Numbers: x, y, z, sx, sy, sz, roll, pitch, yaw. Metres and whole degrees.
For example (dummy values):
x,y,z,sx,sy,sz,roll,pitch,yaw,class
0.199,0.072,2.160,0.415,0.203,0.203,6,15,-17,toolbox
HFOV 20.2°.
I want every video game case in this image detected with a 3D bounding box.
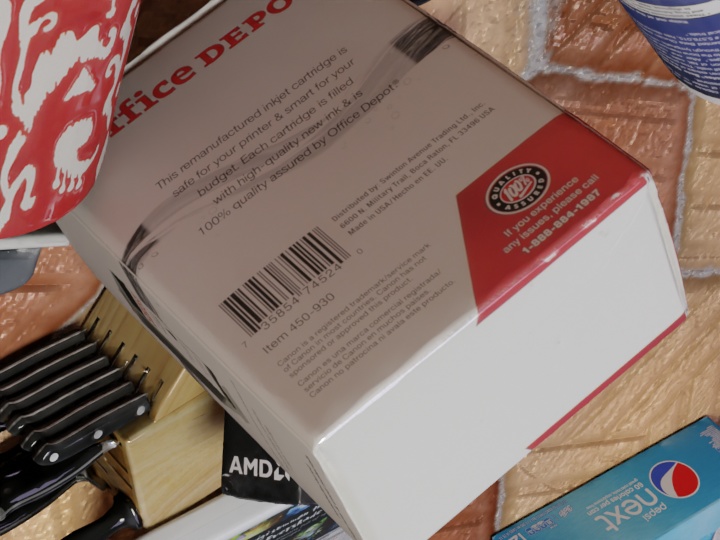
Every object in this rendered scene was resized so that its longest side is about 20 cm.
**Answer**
x,y,z,sx,sy,sz,roll,pitch,yaw,class
-0.050,0.136,1.020,0.200,0.023,0.182,-25,162,-30,video game case

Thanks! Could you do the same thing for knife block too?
x,y,z,sx,sy,sz,roll,pitch,yaw,class
-0.093,0.073,0.928,0.200,0.064,0.176,14,113,-53,knife block

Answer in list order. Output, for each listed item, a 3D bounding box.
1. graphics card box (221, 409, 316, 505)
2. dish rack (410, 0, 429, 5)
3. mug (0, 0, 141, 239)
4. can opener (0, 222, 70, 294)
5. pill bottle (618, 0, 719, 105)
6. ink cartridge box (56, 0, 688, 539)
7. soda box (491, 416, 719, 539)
x,y,z,sx,sy,sz,roll,pitch,yaw,class
0.000,0.000,0.887,0.125,0.051,0.200,4,90,-51,graphics card box
0.024,-0.208,0.779,0.153,0.055,0.200,11,122,-53,dish rack
-0.105,-0.121,0.662,0.177,0.133,0.200,-9,134,-28,mug
-0.196,-0.007,0.744,0.200,0.053,0.067,-6,127,-44,can opener
0.182,-0.145,0.976,0.111,0.111,0.200,-49,146,1,pill bottle
-0.006,-0.014,0.727,0.147,0.200,0.083,-38,138,-11,ink cartridge box
0.175,0.174,1.324,0.200,0.064,0.068,-24,139,-31,soda box
